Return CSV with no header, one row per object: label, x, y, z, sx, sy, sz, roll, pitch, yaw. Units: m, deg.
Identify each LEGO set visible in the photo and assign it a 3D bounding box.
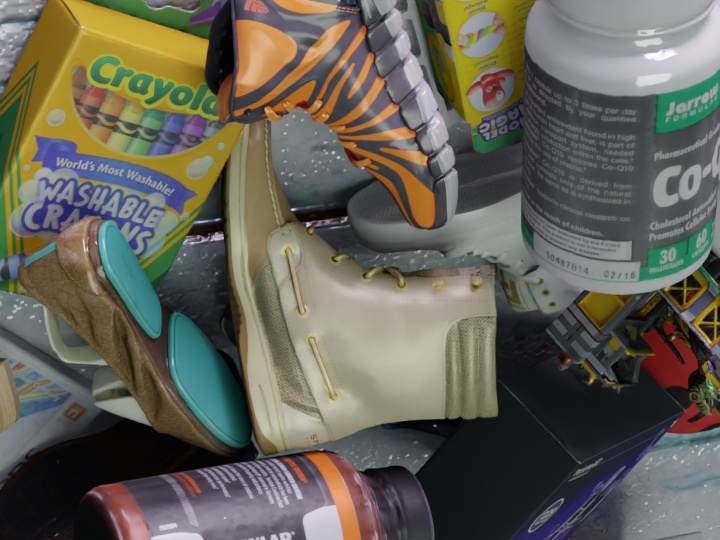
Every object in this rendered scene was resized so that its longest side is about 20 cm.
LEGO set,0.206,0.054,1.516,0.116,0.154,0.200,-47,166,19

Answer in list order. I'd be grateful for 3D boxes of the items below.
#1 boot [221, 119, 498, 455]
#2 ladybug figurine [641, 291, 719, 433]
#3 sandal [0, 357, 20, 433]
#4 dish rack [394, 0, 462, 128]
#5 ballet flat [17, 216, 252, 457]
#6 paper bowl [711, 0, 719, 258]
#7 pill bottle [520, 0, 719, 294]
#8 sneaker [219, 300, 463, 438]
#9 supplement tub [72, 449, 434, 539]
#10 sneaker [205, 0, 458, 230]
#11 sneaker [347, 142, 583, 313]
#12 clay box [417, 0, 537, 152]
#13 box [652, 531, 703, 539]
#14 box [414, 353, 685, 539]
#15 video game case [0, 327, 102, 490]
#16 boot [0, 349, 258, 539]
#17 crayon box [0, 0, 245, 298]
boot,0.000,0.000,1.439,0.155,0.073,0.200,-8,93,0
ladybug figurine,0.254,0.040,1.664,0.200,0.072,0.136,-47,131,9
sandal,-0.250,0.021,1.347,0.070,0.078,0.212,-39,130,-31
dish rack,0.067,-0.177,1.431,0.200,0.044,0.172,-26,130,-10
ballet flat,-0.134,0.045,1.409,0.072,0.068,0.200,-16,139,18
paper bowl,0.252,-0.065,1.504,0.104,0.201,0.201,-42,132,20
pill bottle,0.146,-0.096,1.364,0.113,0.113,0.200,-16,130,-18
sneaker,0.001,0.053,1.531,0.200,0.081,0.074,20,111,-36
supplement tub,-0.060,0.163,1.436,0.200,0.107,0.107,-8,125,-24
sneaker,-0.022,-0.093,1.367,0.112,0.078,0.200,-28,118,-9
sneaker,0.087,-0.015,1.536,0.200,0.074,0.116,-14,124,-21
clay box,0.088,-0.171,1.387,0.115,0.048,0.200,-25,132,-13
box,0.135,0.252,1.698,0.200,0.098,0.124,-8,167,-23
box,0.108,0.127,1.571,0.141,0.079,0.200,-53,164,22
video game case,-0.278,0.097,1.454,0.182,0.022,0.200,-47,131,8
boot,-0.144,0.141,1.508,0.200,0.075,0.097,-36,143,-11
crayon box,-0.141,-0.075,1.387,0.126,0.052,0.200,14,114,-35
